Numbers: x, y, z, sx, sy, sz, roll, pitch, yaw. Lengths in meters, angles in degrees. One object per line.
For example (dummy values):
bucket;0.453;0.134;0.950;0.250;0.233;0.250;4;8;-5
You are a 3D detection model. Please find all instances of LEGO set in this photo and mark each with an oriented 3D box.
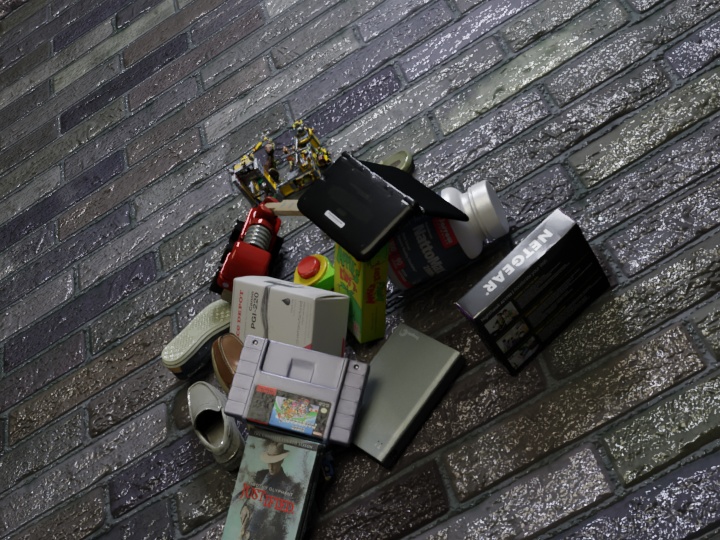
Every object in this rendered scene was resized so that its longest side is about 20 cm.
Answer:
LEGO set;-0.168;-0.214;2.146;0.197;0.116;0.156;-21;44;20

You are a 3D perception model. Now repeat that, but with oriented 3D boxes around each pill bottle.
pill bottle;0.128;-0.061;1.790;0.198;0.120;0.121;-25;43;16

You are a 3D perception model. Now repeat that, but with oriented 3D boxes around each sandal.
sandal;0.002;-0.159;2.017;0.200;0.057;0.080;-37;41;4

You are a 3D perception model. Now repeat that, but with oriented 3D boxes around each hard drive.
hard drive;0.052;0.185;1.698;0.139;0.033;0.201;24;70;46

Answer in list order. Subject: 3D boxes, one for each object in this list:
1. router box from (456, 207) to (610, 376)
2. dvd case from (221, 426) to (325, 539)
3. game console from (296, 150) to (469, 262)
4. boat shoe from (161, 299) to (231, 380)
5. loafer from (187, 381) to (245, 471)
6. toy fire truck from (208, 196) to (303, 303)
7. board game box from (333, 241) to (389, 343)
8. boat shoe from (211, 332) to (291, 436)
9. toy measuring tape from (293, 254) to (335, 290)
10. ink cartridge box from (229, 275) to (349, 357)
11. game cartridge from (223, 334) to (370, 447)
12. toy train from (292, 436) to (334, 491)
router box;0.248;0.032;1.598;0.200;0.150;0.051;-42;42;-4
dvd case;-0.133;0.342;1.658;0.144;0.022;0.204;7;76;39
game console;0.031;-0.089;1.707;0.176;0.117;0.200;-45;44;-6
boat shoe;-0.262;0.115;1.973;0.074;0.063;0.200;21;53;41
loafer;-0.241;0.241;1.837;0.070;0.070;0.200;-41;41;-2
toy fire truck;-0.162;-0.050;1.942;0.201;0.127;0.178;118;172;-49
board game box;0.000;0.000;1.778;0.047;0.203;0.102;-13;34;-23
boat shoe;-0.158;0.184;1.754;0.075;0.202;0.074;-24;-11;-43
toy measuring tape;-0.109;0.026;1.931;0.198;0.074;0.074;-28;42;13
ink cartridge box;-0.119;0.096;1.817;0.198;0.084;0.149;11;99;44
game cartridge;-0.095;0.180;1.682;0.196;0.039;0.132;12;67;10
toy train;-0.082;0.234;1.701;0.045;0.034;0.203;-13;68;-20
